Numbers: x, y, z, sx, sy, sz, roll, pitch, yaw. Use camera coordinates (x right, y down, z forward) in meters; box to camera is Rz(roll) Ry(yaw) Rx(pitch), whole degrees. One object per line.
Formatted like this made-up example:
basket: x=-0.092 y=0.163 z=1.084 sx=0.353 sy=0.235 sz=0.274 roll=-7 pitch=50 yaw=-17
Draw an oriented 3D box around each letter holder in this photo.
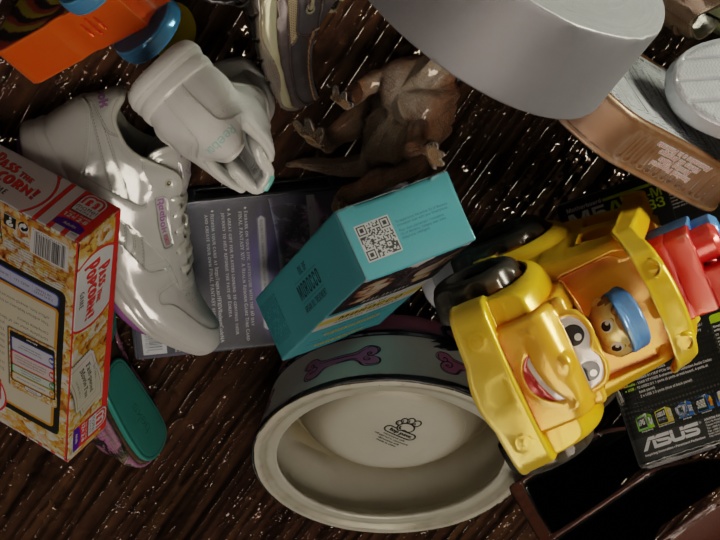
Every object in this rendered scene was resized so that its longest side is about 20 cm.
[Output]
letter holder: x=0.225 y=0.163 z=1.671 sx=0.142 sy=0.101 sz=0.200 roll=-37 pitch=160 yaw=20

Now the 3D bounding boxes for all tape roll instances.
tape roll: x=0.081 y=-0.181 z=1.334 sx=0.200 sy=0.201 sz=0.066 roll=22 pitch=124 yaw=-26

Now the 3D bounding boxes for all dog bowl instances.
dog bowl: x=0.021 y=0.108 z=1.641 sx=0.199 sy=0.074 sz=0.200 roll=1 pitch=142 yaw=1

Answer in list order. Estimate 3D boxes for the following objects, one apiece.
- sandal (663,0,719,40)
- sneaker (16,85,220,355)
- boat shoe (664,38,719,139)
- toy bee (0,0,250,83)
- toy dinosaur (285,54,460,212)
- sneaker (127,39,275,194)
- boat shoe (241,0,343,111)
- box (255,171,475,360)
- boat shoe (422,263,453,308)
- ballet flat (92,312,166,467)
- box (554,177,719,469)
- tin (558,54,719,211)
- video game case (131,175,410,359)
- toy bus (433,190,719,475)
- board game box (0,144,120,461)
sandal: x=0.227 y=-0.179 z=1.455 sx=0.200 sy=0.057 sz=0.080 roll=18 pitch=130 yaw=-27
sneaker: x=-0.138 y=-0.031 z=1.491 sx=0.099 sy=0.075 sz=0.200 roll=-30 pitch=113 yaw=8
boat shoe: x=0.282 y=-0.107 z=1.489 sx=0.199 sy=0.072 sz=0.071 roll=3 pitch=166 yaw=-21
toy bee: x=-0.129 y=-0.180 z=1.379 sx=0.199 sy=0.109 sz=0.131 roll=1 pitch=144 yaw=23
toy dinosaur: x=0.038 y=-0.103 z=1.483 sx=0.086 sy=0.135 sz=0.200 roll=53 pitch=139 yaw=3
sneaker: x=-0.081 y=-0.083 z=1.403 sx=0.075 sy=0.200 sz=0.089 roll=-45 pitch=82 yaw=8
boat shoe: x=-0.037 y=-0.181 z=1.398 sx=0.073 sy=0.075 sz=0.200 roll=-14 pitch=138 yaw=-5
box: x=0.000 y=0.000 z=1.476 sx=0.082 sy=0.049 sz=0.200 roll=-21 pitch=171 yaw=-22
boat shoe: x=0.120 y=0.033 z=1.619 sx=0.199 sy=0.074 sz=0.068 roll=8 pitch=147 yaw=-32
ballet flat: x=-0.198 y=0.060 z=1.592 sx=0.071 sy=0.069 sz=0.200 roll=4 pitch=134 yaw=28
box: x=0.256 y=0.016 z=1.556 sx=0.199 sy=0.194 sz=0.048 roll=-19 pitch=169 yaw=8
tin: x=0.178 y=-0.103 z=1.464 sx=0.042 sy=0.112 sz=0.200 roll=-41 pitch=141 yaw=24
video game case: x=-0.065 y=-0.003 z=1.587 sx=0.199 sy=0.019 sz=0.143 roll=-6 pitch=132 yaw=-6
toy bus: x=0.160 y=0.026 z=1.442 sx=0.191 sy=0.200 sz=0.136 roll=-21 pitch=100 yaw=17
board game box: x=-0.235 y=0.013 z=1.492 sx=0.151 sy=0.046 sz=0.200 roll=28 pitch=135 yaw=18
